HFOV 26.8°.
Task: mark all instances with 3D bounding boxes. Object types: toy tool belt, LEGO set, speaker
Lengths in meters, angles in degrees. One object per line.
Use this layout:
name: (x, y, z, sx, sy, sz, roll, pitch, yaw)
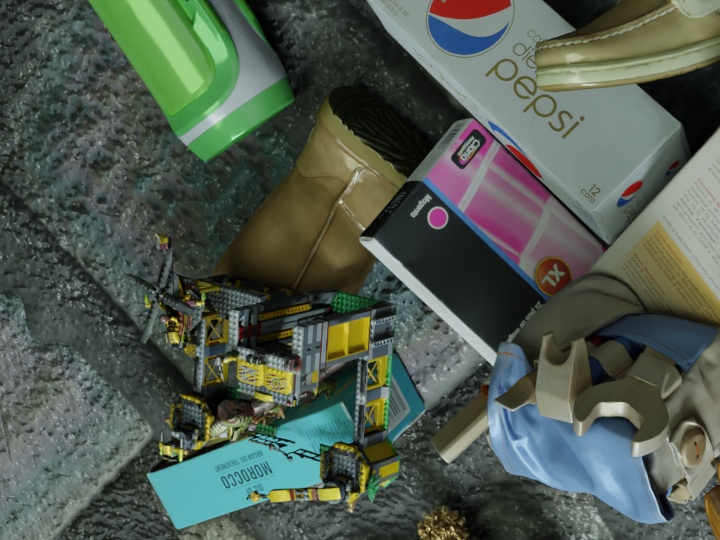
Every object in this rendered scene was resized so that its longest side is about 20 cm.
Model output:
toy tool belt: (0.132, 0.079, 0.771, 0.199, 0.122, 0.126, 8, 124, 56)
LEGO set: (-0.072, 0.073, 0.956, 0.199, 0.115, 0.155, 22, 109, 32)
speaker: (-0.127, -0.173, 0.973, 0.088, 0.088, 0.201, -30, 97, 37)

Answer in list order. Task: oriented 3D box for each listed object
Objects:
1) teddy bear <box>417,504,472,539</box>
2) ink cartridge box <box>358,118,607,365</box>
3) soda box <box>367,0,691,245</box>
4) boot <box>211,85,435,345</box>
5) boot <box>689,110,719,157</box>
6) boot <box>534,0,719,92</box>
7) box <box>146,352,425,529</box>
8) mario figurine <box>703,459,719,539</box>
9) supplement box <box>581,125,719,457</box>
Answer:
teddy bear: (0.077, 0.238, 1.082, 0.146, 0.067, 0.200, 55, 135, 7)
ink cartridge box: (0.101, 0.012, 0.901, 0.200, 0.095, 0.037, 43, 170, -15)
soda box: (0.090, -0.110, 0.842, 0.068, 0.064, 0.200, -44, 67, 2)
boot: (0.000, 0.000, 1.003, 0.175, 0.066, 0.201, 44, 129, 14)
boot: (0.278, -0.067, 0.803, 0.132, 0.070, 0.200, 48, 133, -7)
boot: (0.157, -0.182, 0.749, 0.072, 0.199, 0.156, 20, 130, 66)
box: (-0.055, 0.123, 1.082, 0.199, 0.082, 0.049, -23, 99, 36)
mario figurine: (0.289, 0.099, 0.838, 0.198, 0.123, 0.107, -11, 96, -5)
supplement box: (0.205, 0.005, 0.791, 0.126, 0.073, 0.200, 53, 152, 11)
